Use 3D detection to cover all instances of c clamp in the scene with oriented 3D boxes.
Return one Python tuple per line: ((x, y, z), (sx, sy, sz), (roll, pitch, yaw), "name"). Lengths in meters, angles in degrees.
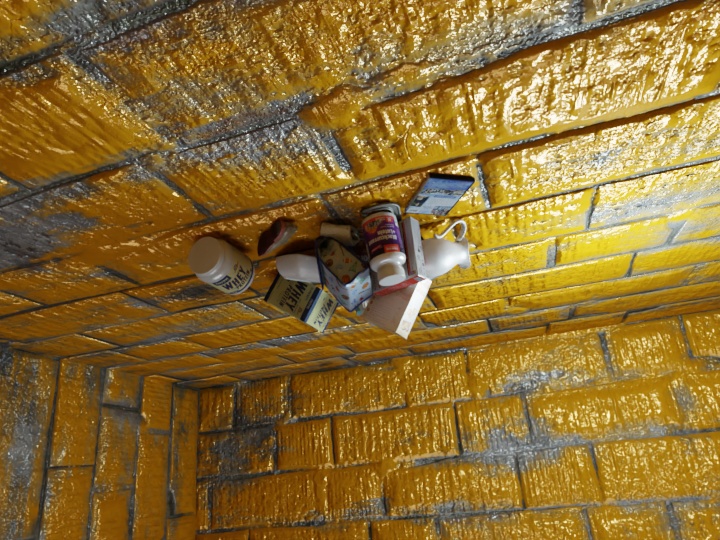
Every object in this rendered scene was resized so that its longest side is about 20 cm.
((0.047, -0.156, 1.600), (0.168, 0.027, 0.200), (-6, 159, 1), "c clamp")

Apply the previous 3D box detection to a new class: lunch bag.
((-0.068, 0.005, 1.600), (0.123, 0.200, 0.171), (-35, 151, -18), "lunch bag")

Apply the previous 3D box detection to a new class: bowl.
((-0.183, -0.002, 1.798), (0.198, 0.076, 0.199), (10, 170, -36), "bowl")

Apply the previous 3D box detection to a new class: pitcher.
((0.261, -0.073, 1.653), (0.198, 0.174, 0.121), (-11, -163, -30), "pitcher")

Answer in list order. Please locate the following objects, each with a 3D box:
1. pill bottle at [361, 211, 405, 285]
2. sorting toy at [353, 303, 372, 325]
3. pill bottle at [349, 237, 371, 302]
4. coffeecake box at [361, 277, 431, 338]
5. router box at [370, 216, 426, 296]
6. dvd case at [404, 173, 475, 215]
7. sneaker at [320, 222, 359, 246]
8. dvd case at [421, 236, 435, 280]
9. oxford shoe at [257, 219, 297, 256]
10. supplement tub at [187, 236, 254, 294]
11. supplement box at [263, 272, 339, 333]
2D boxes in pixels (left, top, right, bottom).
((0.074, -0.063, 1.539), (0.110, 0.203, 0.112), (-11, 159, -4), "pill bottle")
((0.028, 0.097, 1.908), (0.105, 0.203, 0.180), (12, 174, -2), "sorting toy")
((0.000, 0.000, 1.741), (0.110, 0.203, 0.112), (-5, 159, -2), "pill bottle")
((0.115, 0.094, 1.653), (0.152, 0.202, 0.073), (18, 169, 42), "coffeecake box")
((0.110, -0.043, 1.615), (0.178, 0.203, 0.049), (-23, 151, 36), "router box")
((0.227, -0.218, 1.499), (0.140, 0.018, 0.200), (1, 157, -17), "dvd case")
((-0.058, -0.087, 1.667), (0.114, 0.075, 0.200), (5, 158, 8), "sneaker")
((0.181, -0.016, 1.760), (0.149, 0.025, 0.200), (-26, 136, 10), "dvd case")
((-0.266, -0.093, 1.631), (0.074, 0.071, 0.199), (4, 158, -36), "oxford shoe")
((-0.451, -0.015, 1.675), (0.143, 0.147, 0.200), (-12, 158, 16), "supplement tub")
((-0.222, 0.119, 1.962), (0.198, 0.136, 0.200), (24, 171, 24), "supplement box")
